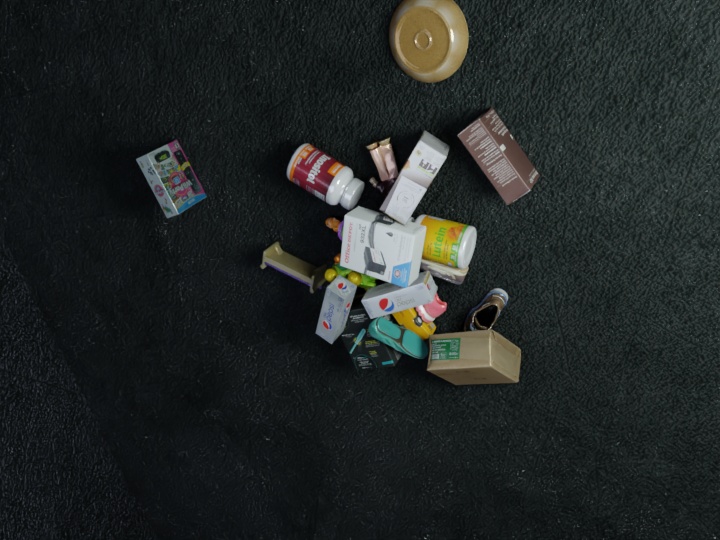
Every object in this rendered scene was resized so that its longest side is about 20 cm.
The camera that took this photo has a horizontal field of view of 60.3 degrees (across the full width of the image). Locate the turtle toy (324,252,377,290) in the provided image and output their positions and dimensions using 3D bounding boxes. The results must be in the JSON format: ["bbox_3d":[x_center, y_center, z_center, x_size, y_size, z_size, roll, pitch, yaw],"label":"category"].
[{"bbox_3d":[0.000,0.000,1.779,0.197,0.145,0.103,6,81,28],"label":"turtle toy"}]

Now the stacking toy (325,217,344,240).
[{"bbox_3d":[-0.023,-0.112,1.748,0.198,0.116,0.111,21,125,34],"label":"stacking toy"}]

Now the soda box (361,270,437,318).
[{"bbox_3d":[0.105,0.067,1.686,0.198,0.068,0.064,-17,113,29],"label":"soda box"}]

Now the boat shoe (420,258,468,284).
[{"bbox_3d":[0.193,-0.014,1.683,0.197,0.072,0.066,18,121,14],"label":"boat shoe"}]

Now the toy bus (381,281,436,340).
[{"bbox_3d":[0.133,0.112,1.788,0.065,0.078,0.201,-29,100,34],"label":"toy bus"}]

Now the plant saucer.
[{"bbox_3d":[0.148,-0.529,1.419,0.197,0.035,0.203,15,124,23],"label":"plant saucer"}]

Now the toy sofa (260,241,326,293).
[{"bbox_3d":[-0.208,0.001,1.930,0.198,0.083,0.099,25,127,16],"label":"toy sofa"}]

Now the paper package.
[{"bbox_3d":[0.308,0.239,1.688,0.198,0.105,0.190,-9,153,35],"label":"paper package"}]

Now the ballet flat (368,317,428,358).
[{"bbox_3d":[0.103,0.192,1.754,0.199,0.068,0.070,32,151,-24],"label":"ballet flat"}]

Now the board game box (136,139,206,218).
[{"bbox_3d":[-0.591,-0.288,1.950,0.064,0.148,0.202,-12,111,33],"label":"board game box"}]

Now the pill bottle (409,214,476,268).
[{"bbox_3d":[0.192,-0.082,1.614,0.197,0.111,0.113,16,125,23],"label":"pill bottle"}]

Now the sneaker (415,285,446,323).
[{"bbox_3d":[0.171,0.048,1.747,0.086,0.074,0.201,-31,103,26],"label":"sneaker"}]

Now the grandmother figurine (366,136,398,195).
[{"bbox_3d":[0.076,-0.241,1.627,0.120,0.060,0.202,-7,111,44],"label":"grandmother figurine"}]

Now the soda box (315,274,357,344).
[{"bbox_3d":[-0.070,0.111,1.747,0.063,0.068,0.202,31,136,14],"label":"soda box"}]

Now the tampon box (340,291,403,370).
[{"bbox_3d":[0.034,0.174,1.857,0.148,0.126,0.202,-12,111,37],"label":"tampon box"}]

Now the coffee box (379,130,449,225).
[{"bbox_3d":[0.133,-0.228,1.527,0.079,0.115,0.201,30,116,-1],"label":"coffee box"}]

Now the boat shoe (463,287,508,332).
[{"bbox_3d":[0.327,0.134,1.686,0.072,0.072,0.202,31,130,10],"label":"boat shoe"}]

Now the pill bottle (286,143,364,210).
[{"bbox_3d":[-0.093,-0.251,1.687,0.198,0.113,0.114,31,130,11],"label":"pill bottle"}]

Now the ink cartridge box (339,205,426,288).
[{"bbox_3d":[0.054,-0.061,1.582,0.197,0.084,0.147,18,118,22],"label":"ink cartridge box"}]

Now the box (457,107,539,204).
[{"bbox_3d":[0.321,-0.264,1.431,0.075,0.100,0.201,-31,100,40],"label":"box"}]
